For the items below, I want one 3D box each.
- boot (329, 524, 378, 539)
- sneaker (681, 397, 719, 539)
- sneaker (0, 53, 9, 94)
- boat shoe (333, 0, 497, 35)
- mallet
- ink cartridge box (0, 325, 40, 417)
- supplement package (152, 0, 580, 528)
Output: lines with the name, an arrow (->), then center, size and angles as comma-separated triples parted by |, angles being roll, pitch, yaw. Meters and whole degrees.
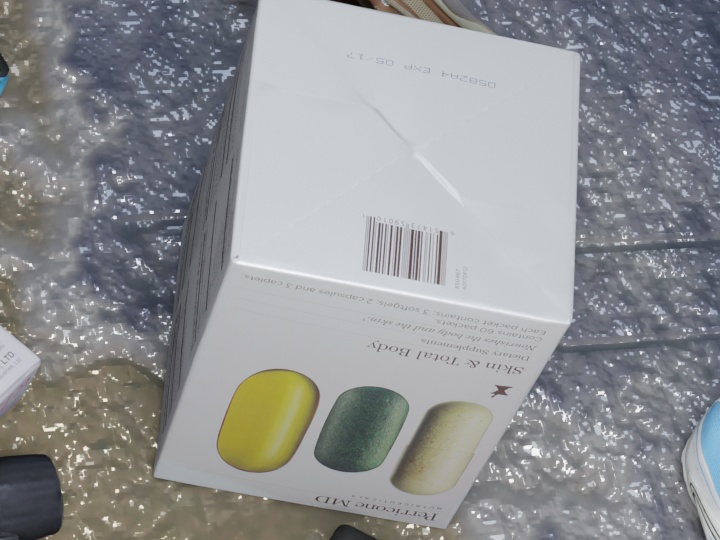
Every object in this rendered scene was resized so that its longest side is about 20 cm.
boot -> 0.011, 0.209, 1.127 | 0.144, 0.072, 0.200 | 19, 47, -4
sneaker -> 0.210, 0.147, 1.222 | 0.072, 0.073, 0.200 | -7, 62, -22
sneaker -> -0.260, -0.080, 1.227 | 0.200, 0.073, 0.082 | -36, 75, -31
boat shoe -> 0.027, -0.108, 1.335 | 0.072, 0.076, 0.200 | -18, 56, -21
mallet -> -0.158, 0.175, 1.119 | 0.066, 0.041, 0.200 | 0, 62, -18
ink cartridge box -> -0.255, 0.017, 1.134 | 0.200, 0.042, 0.119 | 41, 44, 2
supplement package -> 0.000, 0.000, 1.174 | 0.152, 0.200, 0.151 | 11, 57, -9
